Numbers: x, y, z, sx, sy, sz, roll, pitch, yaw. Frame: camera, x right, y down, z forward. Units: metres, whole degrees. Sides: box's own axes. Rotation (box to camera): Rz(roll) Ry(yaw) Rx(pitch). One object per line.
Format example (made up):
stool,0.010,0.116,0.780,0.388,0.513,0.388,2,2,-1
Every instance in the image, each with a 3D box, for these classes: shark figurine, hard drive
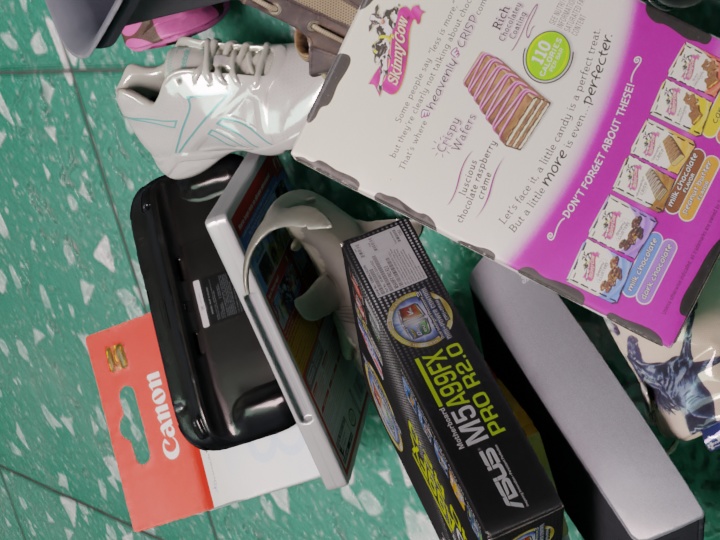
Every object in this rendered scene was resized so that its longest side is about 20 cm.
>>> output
shark figurine,-0.007,-0.020,0.893,0.215,0.089,0.129,52,-151,-57
hard drive,0.122,0.088,0.768,0.201,0.042,0.135,60,172,35

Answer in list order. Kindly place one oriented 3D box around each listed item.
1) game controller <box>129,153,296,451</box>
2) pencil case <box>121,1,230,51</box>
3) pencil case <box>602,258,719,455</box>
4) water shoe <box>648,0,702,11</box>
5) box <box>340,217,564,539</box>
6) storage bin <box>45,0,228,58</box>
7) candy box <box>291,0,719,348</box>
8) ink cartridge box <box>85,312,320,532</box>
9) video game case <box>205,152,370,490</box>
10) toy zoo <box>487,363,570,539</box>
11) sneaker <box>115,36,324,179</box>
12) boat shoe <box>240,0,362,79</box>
game controller,-0.099,0.021,0.963,0.103,0.042,0.202,-17,80,13
pencil case,-0.153,-0.253,0.933,0.090,0.094,0.202,-16,104,9
pencil case,0.145,-0.006,0.713,0.201,0.089,0.078,58,-178,4
water shoe,0.119,-0.144,0.586,0.200,0.071,0.080,-5,-106,-81
box,0.051,0.095,0.783,0.161,0.044,0.201,82,165,-55
storage bin,-0.106,-0.235,0.806,0.200,0.133,0.147,-41,70,53
candy box,0.085,-0.069,0.651,0.199,0.061,0.137,28,93,6
ink cartridge box,-0.115,0.093,1.007,0.198,0.047,0.162,-20,80,22
video game case,-0.042,0.027,0.926,0.017,0.143,0.201,-17,110,16
toy zoo,0.086,0.117,0.843,0.200,0.020,0.132,-126,17,-59
sneaker,-0.085,-0.117,0.903,0.199,0.071,0.080,-14,132,37
boat shoe,-0.009,-0.146,0.753,0.073,0.199,0.075,-42,33,27
